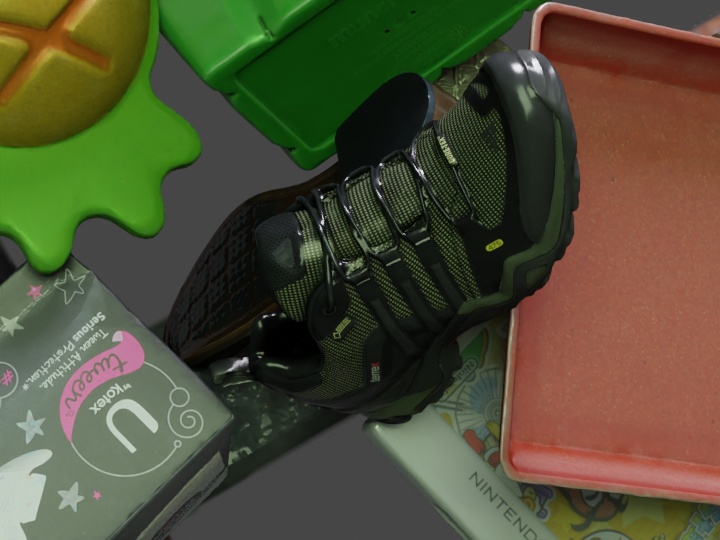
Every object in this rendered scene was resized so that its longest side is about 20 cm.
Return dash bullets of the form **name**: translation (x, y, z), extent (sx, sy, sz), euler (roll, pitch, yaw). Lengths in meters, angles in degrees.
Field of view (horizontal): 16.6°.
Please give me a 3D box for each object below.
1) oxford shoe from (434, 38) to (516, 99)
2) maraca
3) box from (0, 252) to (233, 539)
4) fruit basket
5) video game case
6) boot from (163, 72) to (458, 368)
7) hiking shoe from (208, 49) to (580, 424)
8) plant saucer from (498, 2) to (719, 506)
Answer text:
- **oxford shoe**: translation (0.092, -0.030, 1.145), extent (0.075, 0.058, 0.200), euler (-43, 92, -18)
- **maraca**: translation (-0.144, -0.098, 1.021), extent (0.137, 0.107, 0.201), euler (-21, 84, -19)
- **box**: translation (-0.160, 0.107, 1.048), extent (0.200, 0.132, 0.115), euler (-43, 81, -14)
- **fruit basket**: translation (-0.010, -0.171, 1.117), extent (0.215, 0.155, 0.216), euler (-15, 58, 26)
- **video game case**: translation (0.130, 0.065, 1.102), extent (0.182, 0.023, 0.200), euler (46, 75, -5)
- **boot**: translation (0.000, 0.000, 1.097), extent (0.097, 0.200, 0.075), euler (26, 43, -31)
- **hiking shoe**: translation (0.013, -0.008, 0.987), extent (0.100, 0.200, 0.076), euler (2, 45, -31)
- **plant saucer**: translation (0.144, 0.001, 1.065), extent (0.199, 0.037, 0.201), euler (9, 80, -26)
